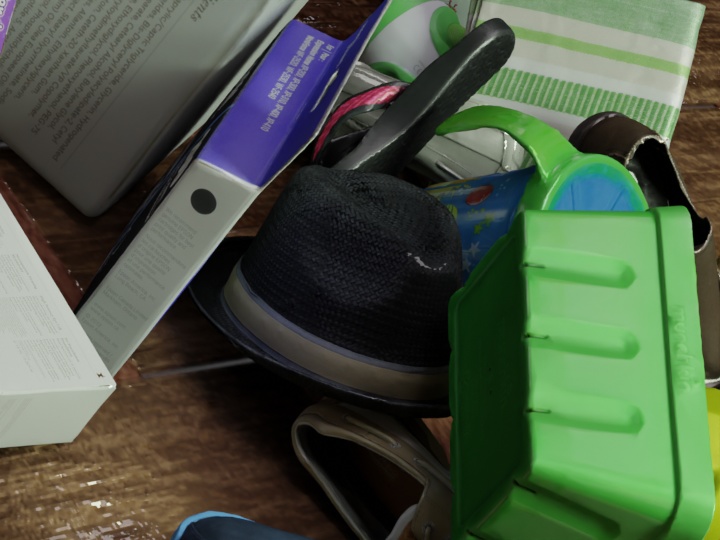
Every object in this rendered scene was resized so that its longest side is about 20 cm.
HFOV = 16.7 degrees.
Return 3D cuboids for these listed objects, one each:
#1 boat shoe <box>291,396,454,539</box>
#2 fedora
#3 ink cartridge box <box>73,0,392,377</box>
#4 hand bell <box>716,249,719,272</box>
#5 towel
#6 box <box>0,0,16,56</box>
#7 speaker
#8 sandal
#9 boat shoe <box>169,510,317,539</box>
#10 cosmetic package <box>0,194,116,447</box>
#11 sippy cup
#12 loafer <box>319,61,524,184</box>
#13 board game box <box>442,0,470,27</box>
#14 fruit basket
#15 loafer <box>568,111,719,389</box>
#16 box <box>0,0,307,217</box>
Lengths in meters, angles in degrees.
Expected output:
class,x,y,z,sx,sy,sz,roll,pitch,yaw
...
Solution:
class,x,y,z,sx,sy,sz,roll,pitch,yaw
boat shoe,0.038,0.144,1.312,0.200,0.075,0.068,43,29,26
fedora,0.000,0.000,1.372,0.199,0.092,0.201,16,19,-6
ink cartridge box,-0.071,-0.058,1.315,0.043,0.200,0.198,38,29,-8
hand bell,0.251,-0.018,1.620,0.104,0.201,0.104,20,9,-3
towel,0.128,-0.095,1.597,0.152,0.201,0.023,13,-13,8
box,-0.231,-0.164,1.266,0.039,0.138,0.200,7,21,-33
speaker,0.078,-0.095,1.661,0.200,0.089,0.088,51,31,17
sandal,0.011,-0.088,1.498,0.045,0.200,0.075,43,-10,15
boat shoe,-0.005,0.179,1.208,0.199,0.085,0.069,11,19,-22
cosmetic package,-0.209,-0.002,1.230,0.082,0.051,0.200,-2,50,-48
sippy cup,0.090,-0.003,1.484,0.139,0.130,0.179,13,81,-51
loafer,0.005,-0.092,1.561,0.199,0.070,0.070,18,-5,10
board game box,0.094,-0.215,1.865,0.147,0.064,0.200,31,32,-18
fruit basket,0.148,0.085,1.274,0.214,0.156,0.217,15,51,-19
loafer,0.188,-0.003,1.533,0.201,0.073,0.071,64,-18,-12
box,-0.127,-0.178,1.412,0.171,0.200,0.199,42,28,-1
